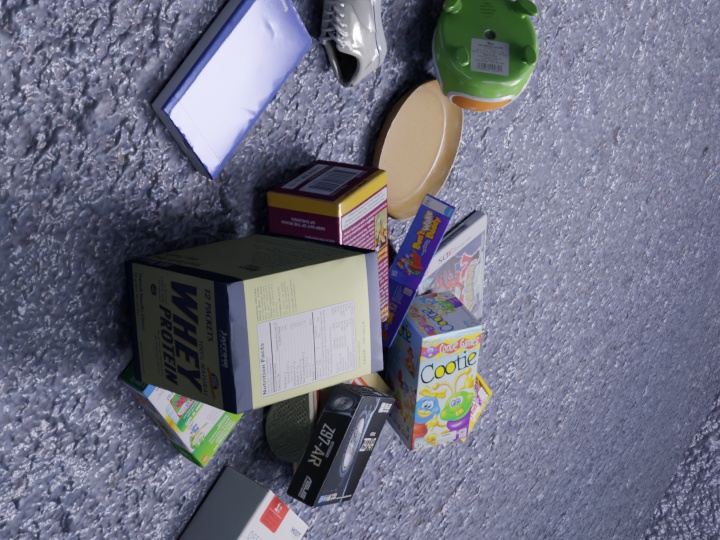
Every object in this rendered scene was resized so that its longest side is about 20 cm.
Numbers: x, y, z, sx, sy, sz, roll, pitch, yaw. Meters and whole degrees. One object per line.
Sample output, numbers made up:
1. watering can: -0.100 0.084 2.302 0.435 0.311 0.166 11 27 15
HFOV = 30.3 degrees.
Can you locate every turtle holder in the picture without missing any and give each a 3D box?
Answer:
1. turtle holder: 0.149 -0.293 1.734 0.140 0.187 0.132 -21 159 -18

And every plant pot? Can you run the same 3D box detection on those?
1. plant pot: 0.074 -0.167 1.806 0.200 0.027 0.202 -38 141 -40

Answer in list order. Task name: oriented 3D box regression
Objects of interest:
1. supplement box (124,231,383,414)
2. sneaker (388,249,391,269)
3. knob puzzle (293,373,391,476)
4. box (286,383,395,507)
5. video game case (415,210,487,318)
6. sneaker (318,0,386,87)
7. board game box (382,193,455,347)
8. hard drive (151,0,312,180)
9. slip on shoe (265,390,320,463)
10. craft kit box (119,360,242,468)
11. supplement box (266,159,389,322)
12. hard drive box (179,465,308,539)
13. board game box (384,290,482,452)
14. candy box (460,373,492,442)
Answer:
1. supplement box: -0.114 0.049 1.427 0.198 0.199 0.136 -13 105 -39
2. sneaker: 0.000 0.000 1.748 0.076 0.087 0.201 -51 148 -26
3. knob puzzle: -0.043 0.219 1.889 0.219 0.030 0.222 -38 140 -40
4. box: -0.023 0.236 1.814 0.162 0.043 0.200 -66 164 -1
5. video game case: 0.134 0.033 2.047 0.182 0.023 0.202 -38 140 -39
6. sneaker: -0.016 -0.289 1.531 0.071 0.072 0.201 -55 149 -23
7. board game box: 0.063 0.004 1.790 0.135 0.044 0.200 -63 177 -26
8. hard drive: -0.135 -0.215 1.442 0.201 0.025 0.132 -56 148 -16
9. slip on shoe: -0.081 0.167 1.759 0.061 0.073 0.202 -43 146 -58
10. craft kit box: -0.176 0.106 1.588 0.201 0.048 0.198 -53 145 -20
11. supplement box: -0.036 -0.017 1.621 0.131 0.102 0.202 -38 132 -55
12. hard drive box: -0.174 0.382 1.752 0.201 0.076 0.156 -58 150 -14
13. board game box: 0.104 0.148 1.968 0.102 0.105 0.202 -11 124 -23
14. candy box: 0.160 0.207 2.207 0.103 0.026 0.200 -56 149 -10
